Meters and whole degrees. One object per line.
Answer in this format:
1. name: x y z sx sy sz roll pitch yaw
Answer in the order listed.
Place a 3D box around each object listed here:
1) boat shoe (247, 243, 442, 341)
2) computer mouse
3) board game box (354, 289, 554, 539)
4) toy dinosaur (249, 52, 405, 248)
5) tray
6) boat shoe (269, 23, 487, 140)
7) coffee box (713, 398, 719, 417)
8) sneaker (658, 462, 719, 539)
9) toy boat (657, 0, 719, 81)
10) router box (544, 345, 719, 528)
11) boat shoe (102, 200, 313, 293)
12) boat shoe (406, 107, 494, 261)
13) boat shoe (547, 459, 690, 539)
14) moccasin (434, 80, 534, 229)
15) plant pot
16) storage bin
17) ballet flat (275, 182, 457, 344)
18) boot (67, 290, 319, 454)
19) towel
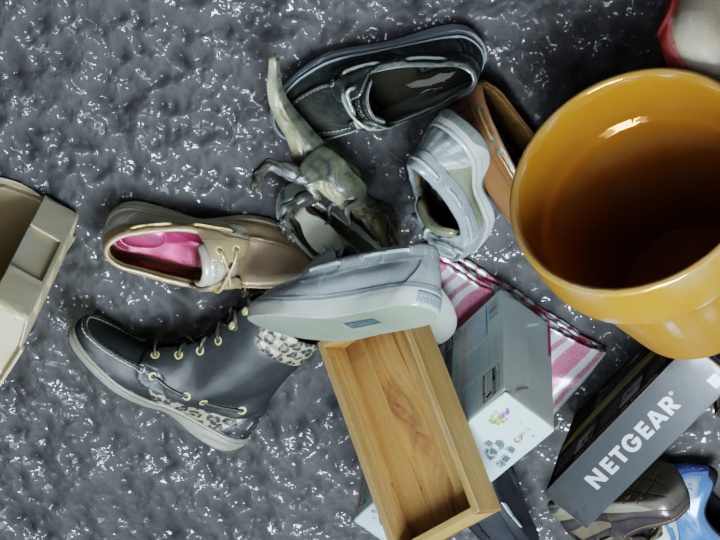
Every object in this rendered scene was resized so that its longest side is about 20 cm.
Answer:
1. boat shoe: -0.011 0.014 1.466 0.200 0.072 0.070 -8 154 40
2. computer mouse: 0.150 0.249 1.653 0.140 0.046 0.201 8 128 45
3. board game box: 0.083 0.135 1.548 0.064 0.148 0.200 36 121 -19
4. toy dinosaur: -0.046 -0.079 1.469 0.088 0.047 0.200 -41 111 -7
5. tray: 0.039 0.130 1.474 0.099 0.201 0.037 -34 155 33
6. boat shoe: 0.009 -0.153 1.467 0.199 0.071 0.072 -21 115 19
7. coffee box: 0.408 0.056 1.529 0.114 0.080 0.200 24 119 -6
8. sneaker: 0.327 0.271 1.663 0.089 0.079 0.201 -8 118 15
9. toy boat: 0.321 -0.156 1.414 0.199 0.131 0.131 29 149 -8
10. router box: 0.255 0.114 1.534 0.052 0.157 0.200 39 118 -1
11. boat shoe: -0.137 -0.010 1.567 0.199 0.069 0.074 7 119 1
12. boat shoe: 0.069 -0.061 1.467 0.074 0.065 0.202 42 163 17
13. boat shoe: 0.248 0.223 1.591 0.074 0.200 0.073 -35 95 -20
14. moccasin: 0.153 -0.081 1.491 0.078 0.074 0.202 -31 103 40
15. plant pot: 0.242 -0.026 1.370 0.199 0.201 0.183 -20 143 17
16. storage bin: -0.349 0.046 1.551 0.094 0.200 0.199 31 119 -12
17. ballet flat: 0.000 0.000 1.533 0.200 0.069 0.069 43 117 -1
18. boot: -0.152 0.066 1.614 0.203 0.074 0.154 34 115 -17
19. towel: 0.107 0.078 1.610 0.200 0.030 0.147 31 119 -10
